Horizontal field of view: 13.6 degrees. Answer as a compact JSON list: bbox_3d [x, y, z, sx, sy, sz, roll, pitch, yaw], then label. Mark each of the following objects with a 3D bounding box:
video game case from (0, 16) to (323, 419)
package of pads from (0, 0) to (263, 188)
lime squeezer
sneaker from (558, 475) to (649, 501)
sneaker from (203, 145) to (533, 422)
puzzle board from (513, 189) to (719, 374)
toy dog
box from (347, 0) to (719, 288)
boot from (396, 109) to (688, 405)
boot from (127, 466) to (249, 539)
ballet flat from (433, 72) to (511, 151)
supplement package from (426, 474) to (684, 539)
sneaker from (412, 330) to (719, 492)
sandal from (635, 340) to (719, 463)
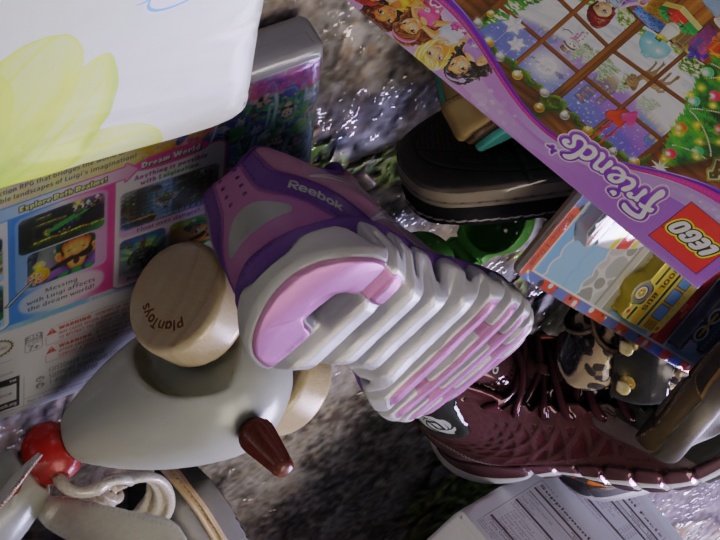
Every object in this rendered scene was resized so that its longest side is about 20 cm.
[{"bbox_3d":[-0.113,-0.011,1.231,0.199,0.024,0.183,-20,148,-20],"label":"video game case"},{"bbox_3d":[-0.126,-0.095,1.046,0.199,0.068,0.155,-18,147,-23],"label":"package of pads"},{"bbox_3d":[0.041,-0.017,1.335,0.200,0.038,0.071,-35,165,-9],"label":"lime squeezer"},{"bbox_3d":[0.171,0.027,1.514,0.200,0.078,0.112,-37,148,-13],"label":"sneaker"},{"bbox_3d":[0.000,0.000,1.238,0.080,0.089,0.200,-43,151,12],"label":"sneaker"},{"bbox_3d":[0.169,-0.050,1.260,0.200,0.017,0.150,-51,140,10],"label":"puzzle board"},{"bbox_3d":[-0.092,0.083,1.258,0.131,0.097,0.200,13,129,-35],"label":"toy dog"},{"bbox_3d":[0.104,-0.097,1.143,0.200,0.039,0.137,38,129,-15],"label":"box"},{"bbox_3d":[0.106,-0.011,1.320,0.199,0.073,0.151,-14,132,-22],"label":"boot"},{"bbox_3d":[-0.117,0.178,1.419,0.138,0.077,0.201,-30,140,-20],"label":"boot"},{"bbox_3d":[0.116,-0.109,1.257,0.199,0.063,0.069,-20,171,-28],"label":"ballet flat"},{"bbox_3d":[0.084,0.202,1.536,0.152,0.151,0.200,-44,170,23],"label":"supplement package"},{"bbox_3d":[0.094,0.056,1.411,0.199,0.076,0.115,-11,152,33],"label":"sneaker"},{"bbox_3d":[0.193,0.042,1.316,0.200,0.055,0.082,-28,157,-51],"label":"sandal"}]
